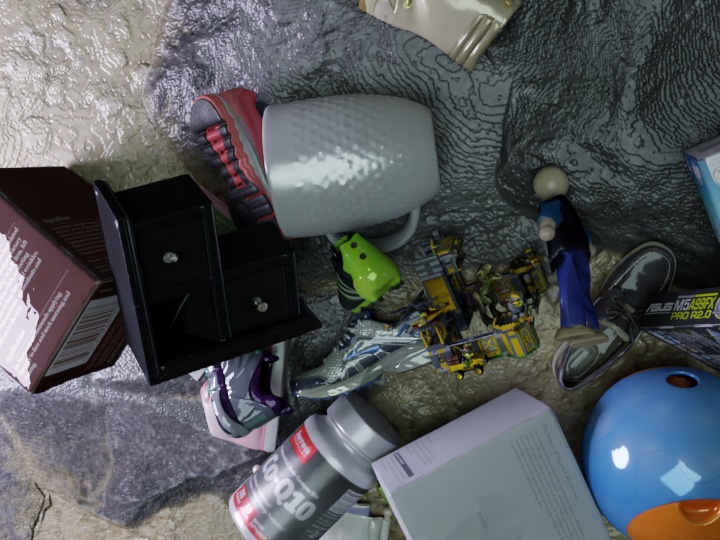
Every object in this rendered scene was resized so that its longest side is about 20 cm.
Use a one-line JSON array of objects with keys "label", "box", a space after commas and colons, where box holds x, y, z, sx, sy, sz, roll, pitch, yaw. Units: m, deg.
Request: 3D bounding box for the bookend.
[{"label": "bookend", "box": [-0.153, -0.011, 0.975, 0.200, 0.092, 0.199, -17, 126, -23]}]

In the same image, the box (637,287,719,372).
[{"label": "box", "box": [0.418, 0.081, 0.978, 0.200, 0.160, 0.044, 27, 77, -14]}]

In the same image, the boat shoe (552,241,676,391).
[{"label": "boat shoe", "box": [0.289, 0.059, 1.062, 0.072, 0.065, 0.200, 36, 107, 0]}]

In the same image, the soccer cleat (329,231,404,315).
[{"label": "soccer cleat", "box": [0.000, 0.000, 1.034, 0.067, 0.200, 0.081, -37, 89, -10]}]

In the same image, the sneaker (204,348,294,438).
[{"label": "sneaker", "box": [-0.141, 0.087, 1.083, 0.087, 0.074, 0.200, -23, 79, 9]}]

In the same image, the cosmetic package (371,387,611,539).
[{"label": "cosmetic package", "box": [0.149, 0.271, 1.051, 0.200, 0.123, 0.200, -26, 97, -6]}]

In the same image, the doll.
[{"label": "doll", "box": [0.223, -0.022, 1.016, 0.048, 0.136, 0.201, -17, 68, 31]}]

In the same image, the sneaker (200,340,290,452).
[{"label": "sneaker", "box": [-0.142, 0.126, 1.143, 0.104, 0.075, 0.201, 9, 111, 1]}]

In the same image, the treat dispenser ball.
[{"label": "treat dispenser ball", "box": [0.343, 0.204, 1.024, 0.200, 0.201, 0.201, 2, 106, 8]}]

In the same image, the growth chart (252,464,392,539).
[{"label": "growth chart", "box": [-0.055, 0.331, 1.216, 0.199, 0.018, 0.145, 15, 106, 5]}]

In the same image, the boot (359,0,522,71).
[{"label": "boot", "box": [0.108, -0.327, 0.981, 0.155, 0.073, 0.200, 31, 109, 0]}]

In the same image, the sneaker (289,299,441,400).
[{"label": "sneaker", "box": [0.003, 0.091, 1.121, 0.200, 0.077, 0.085, -22, 91, 6]}]

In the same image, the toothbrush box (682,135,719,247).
[{"label": "toothbrush box", "box": [0.453, -0.061, 0.993, 0.146, 0.085, 0.200, -24, 100, 14]}]

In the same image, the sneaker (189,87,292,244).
[{"label": "sneaker", "box": [-0.113, -0.117, 1.069, 0.074, 0.087, 0.201, -6, 113, 46]}]

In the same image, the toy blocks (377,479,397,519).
[{"label": "toy blocks", "box": [0.128, 0.305, 1.151, 0.137, 0.100, 0.200, -30, 100, 4]}]

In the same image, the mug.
[{"label": "mug", "box": [0.000, -0.099, 1.035, 0.175, 0.148, 0.200, -8, 129, 6]}]

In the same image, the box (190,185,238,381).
[{"label": "box", "box": [-0.196, 0.017, 1.145, 0.144, 0.036, 0.200, 38, 109, -3]}]

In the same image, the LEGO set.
[{"label": "LEGO set", "box": [0.122, 0.015, 1.017, 0.153, 0.200, 0.116, -15, 112, 30]}]

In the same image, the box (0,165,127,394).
[{"label": "box", "box": [-0.358, 0.004, 1.078, 0.200, 0.164, 0.166, 40, 108, 11]}]

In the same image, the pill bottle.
[{"label": "pill bottle", "box": [-0.053, 0.247, 1.134, 0.114, 0.114, 0.200, 43, 96, -4]}]
